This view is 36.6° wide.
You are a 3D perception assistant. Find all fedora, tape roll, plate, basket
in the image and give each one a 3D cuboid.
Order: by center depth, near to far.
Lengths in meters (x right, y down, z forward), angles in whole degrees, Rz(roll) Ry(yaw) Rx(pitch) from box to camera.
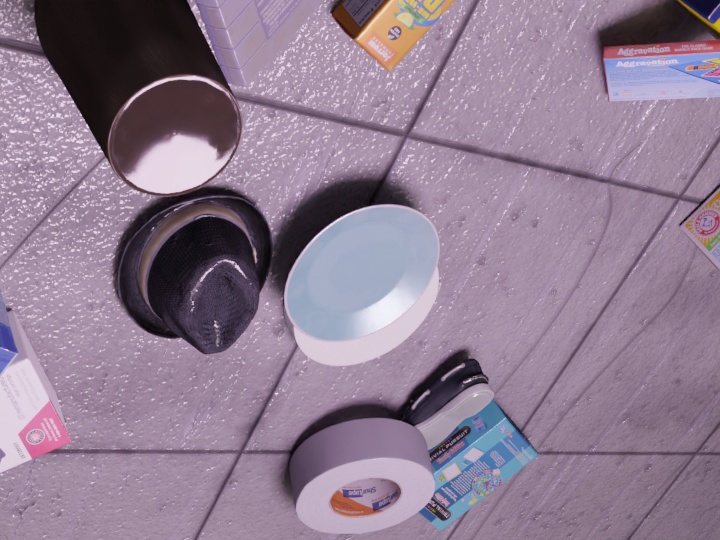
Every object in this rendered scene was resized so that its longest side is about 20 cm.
[{"bbox_3d":[-0.184,-0.167,0.918,0.134,0.201,0.182,-19,135,-16],"label":"basket"},{"bbox_3d":[-0.166,0.019,1.177,0.198,0.092,0.202,-17,135,-18],"label":"fedora"},{"bbox_3d":[0.000,0.000,1.262,0.198,0.026,0.202,-17,134,-18],"label":"plate"},{"bbox_3d":[0.003,0.031,1.338,0.200,0.037,0.205,-18,135,-19],"label":"tape roll"},{"bbox_3d":[0.002,0.288,1.512,0.197,0.067,0.202,-7,138,-7],"label":"tape roll"}]

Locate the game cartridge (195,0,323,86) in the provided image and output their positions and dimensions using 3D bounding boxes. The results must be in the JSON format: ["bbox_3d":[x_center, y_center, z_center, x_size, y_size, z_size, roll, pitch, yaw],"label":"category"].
[{"bbox_3d":[-0.073,-0.270,0.947,0.201,0.038,0.130,-55,152,-30],"label":"game cartridge"}]

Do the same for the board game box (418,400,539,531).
[{"bbox_3d":[0.161,0.301,1.674,0.199,0.047,0.151,-38,138,4],"label":"board game box"}]

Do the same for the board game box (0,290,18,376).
[{"bbox_3d":[-0.403,0.075,1.002,0.043,0.200,0.200,28,111,-42],"label":"board game box"}]

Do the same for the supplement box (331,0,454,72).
[{"bbox_3d":[0.066,-0.294,1.059,0.200,0.069,0.066,-46,135,15],"label":"supplement box"}]

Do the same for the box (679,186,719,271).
[{"bbox_3d":[0.571,-0.080,1.535,0.200,0.113,0.101,-47,138,15],"label":"box"}]

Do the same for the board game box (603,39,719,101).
[{"bbox_3d":[0.382,-0.229,1.247,0.197,0.020,0.103,0,161,17],"label":"board game box"}]

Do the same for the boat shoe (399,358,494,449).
[{"bbox_3d":[0.103,0.198,1.535,0.199,0.061,0.075,-37,142,23],"label":"boat shoe"}]

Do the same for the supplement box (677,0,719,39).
[{"bbox_3d":[0.447,-0.313,1.249,0.199,0.109,0.110,23,114,-44],"label":"supplement box"}]

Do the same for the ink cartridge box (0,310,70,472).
[{"bbox_3d":[-0.427,0.151,1.141,0.198,0.085,0.146,-23,136,-12],"label":"ink cartridge box"}]
